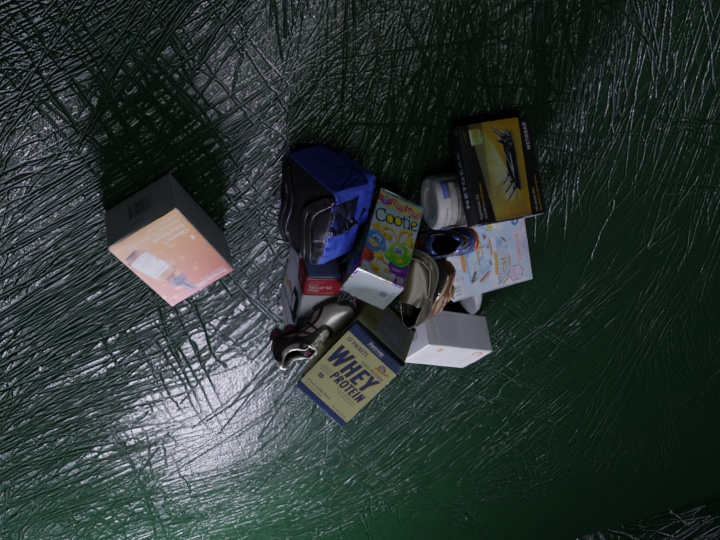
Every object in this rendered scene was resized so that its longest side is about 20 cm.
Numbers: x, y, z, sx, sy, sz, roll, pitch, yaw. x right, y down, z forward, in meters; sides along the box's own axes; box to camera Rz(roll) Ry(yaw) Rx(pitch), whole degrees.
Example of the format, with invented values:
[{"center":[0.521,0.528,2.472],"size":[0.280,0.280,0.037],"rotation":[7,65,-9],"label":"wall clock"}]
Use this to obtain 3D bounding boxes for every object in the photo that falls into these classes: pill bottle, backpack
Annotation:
[{"center":[0.235,-0.154,1.597],"size":[0.198,0.114,0.115],"rotation":[-9,136,-14],"label":"pill bottle"},{"center":[-0.062,-0.117,1.470],"size":[0.167,0.163,0.201],"rotation":[-18,139,-36],"label":"backpack"}]

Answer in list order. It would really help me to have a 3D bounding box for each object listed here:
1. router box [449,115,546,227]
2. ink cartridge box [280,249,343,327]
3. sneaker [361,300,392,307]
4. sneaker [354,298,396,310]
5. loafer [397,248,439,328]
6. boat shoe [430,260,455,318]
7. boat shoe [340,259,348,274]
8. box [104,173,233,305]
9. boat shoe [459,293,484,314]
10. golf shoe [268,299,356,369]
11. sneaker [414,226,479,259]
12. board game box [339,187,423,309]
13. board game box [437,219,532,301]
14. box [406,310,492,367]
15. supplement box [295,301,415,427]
[{"center":[0.276,-0.198,1.523],"size":[0.156,0.202,0.052],"rotation":[-11,179,-13],"label":"router box"},{"center":[-0.107,0.041,1.616],"size":[0.082,0.146,0.201],"rotation":[0,132,-20],"label":"ink cartridge box"},{"center":[0.030,0.034,1.698],"size":[0.076,0.078,0.202],"rotation":[-3,110,-4],"label":"sneaker"},{"center":[0.053,0.132,1.826],"size":[0.087,0.082,0.201],"rotation":[-21,138,0],"label":"sneaker"},{"center":[0.119,0.045,1.597],"size":[0.070,0.075,0.202],"rotation":[-49,146,-43],"label":"loafer"},{"center":[0.169,0.042,1.681],"size":[0.073,0.076,0.201],"rotation":[-15,154,-26],"label":"boat shoe"},{"center":[0.000,0.000,1.654],"size":[0.199,0.063,0.073],"rotation":[-10,138,39],"label":"boat shoe"},{"center":[-0.361,-0.055,1.441],"size":[0.151,0.107,0.200],"rotation":[-30,137,7],"label":"box"},{"center":[0.281,0.027,1.834],"size":[0.067,0.072,0.201],"rotation":[-33,144,-22],"label":"boat shoe"},{"center":[-0.091,0.134,1.546],"size":[0.199,0.089,0.077],"rotation":[-29,132,10],"label":"golf shoe"},{"center":[0.146,-0.053,1.599],"size":[0.198,0.076,0.078],"rotation":[-15,178,26],"label":"sneaker"},{"center":[0.043,-0.045,1.523],"size":[0.102,0.201,0.105],"rotation":[24,146,-12],"label":"board game box"},{"center":[0.279,-0.052,1.708],"size":[0.197,0.041,0.202],"rotation":[-15,109,-9],"label":"board game box"},{"center":[0.208,0.171,1.893],"size":[0.198,0.098,0.124],"rotation":[10,149,-31],"label":"box"},{"center":[-0.005,0.183,1.614],"size":[0.134,0.200,0.200],"rotation":[42,111,-3],"label":"supplement box"}]
